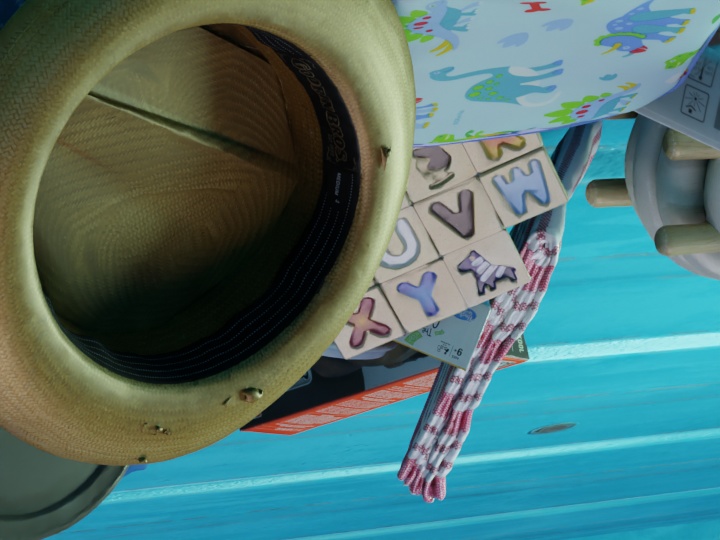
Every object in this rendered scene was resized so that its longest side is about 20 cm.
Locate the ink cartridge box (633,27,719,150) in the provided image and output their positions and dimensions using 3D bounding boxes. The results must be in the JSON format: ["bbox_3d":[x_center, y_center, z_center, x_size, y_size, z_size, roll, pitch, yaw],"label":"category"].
[{"bbox_3d":[0.209,-0.096,0.892,0.199,0.051,0.162,-17,-145,-40],"label":"ink cartridge box"}]

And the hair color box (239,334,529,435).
[{"bbox_3d":[0.005,0.036,1.287,0.199,0.103,0.061,-20,162,31],"label":"hair color box"}]

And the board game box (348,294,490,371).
[{"bbox_3d":[0.000,0.000,1.040,0.133,0.035,0.200,22,-175,1],"label":"board game box"}]

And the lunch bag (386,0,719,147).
[{"bbox_3d":[0.056,-0.114,0.729,0.159,0.083,0.200,-10,165,-9],"label":"lunch bag"}]

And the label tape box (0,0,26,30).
[{"bbox_3d":[-0.155,-0.068,0.653,0.200,0.066,0.143,-49,166,-5],"label":"label tape box"}]

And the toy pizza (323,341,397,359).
[{"bbox_3d":[-0.071,0.003,1.103,0.198,0.032,0.200,17,-173,-2],"label":"toy pizza"}]

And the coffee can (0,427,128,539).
[{"bbox_3d":[-0.216,0.045,0.965,0.145,0.148,0.199,3,-178,-41],"label":"coffee can"}]

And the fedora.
[{"bbox_3d":[-0.071,-0.033,0.643,0.082,0.202,0.200,31,-164,39],"label":"fedora"}]

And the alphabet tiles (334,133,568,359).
[{"bbox_3d":[-0.005,-0.049,0.879,0.165,0.006,0.201,-22,124,12],"label":"alphabet tiles"}]

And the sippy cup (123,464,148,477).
[{"bbox_3d":[-0.184,0.064,1.209,0.139,0.132,0.177,-22,162,39],"label":"sippy cup"}]

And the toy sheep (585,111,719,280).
[{"bbox_3d":[0.198,-0.053,1.006,0.136,0.139,0.200,-6,-157,-15],"label":"toy sheep"}]

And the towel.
[{"bbox_3d":[0.082,0.019,1.092,0.030,0.147,0.201,26,125,-1],"label":"towel"}]
